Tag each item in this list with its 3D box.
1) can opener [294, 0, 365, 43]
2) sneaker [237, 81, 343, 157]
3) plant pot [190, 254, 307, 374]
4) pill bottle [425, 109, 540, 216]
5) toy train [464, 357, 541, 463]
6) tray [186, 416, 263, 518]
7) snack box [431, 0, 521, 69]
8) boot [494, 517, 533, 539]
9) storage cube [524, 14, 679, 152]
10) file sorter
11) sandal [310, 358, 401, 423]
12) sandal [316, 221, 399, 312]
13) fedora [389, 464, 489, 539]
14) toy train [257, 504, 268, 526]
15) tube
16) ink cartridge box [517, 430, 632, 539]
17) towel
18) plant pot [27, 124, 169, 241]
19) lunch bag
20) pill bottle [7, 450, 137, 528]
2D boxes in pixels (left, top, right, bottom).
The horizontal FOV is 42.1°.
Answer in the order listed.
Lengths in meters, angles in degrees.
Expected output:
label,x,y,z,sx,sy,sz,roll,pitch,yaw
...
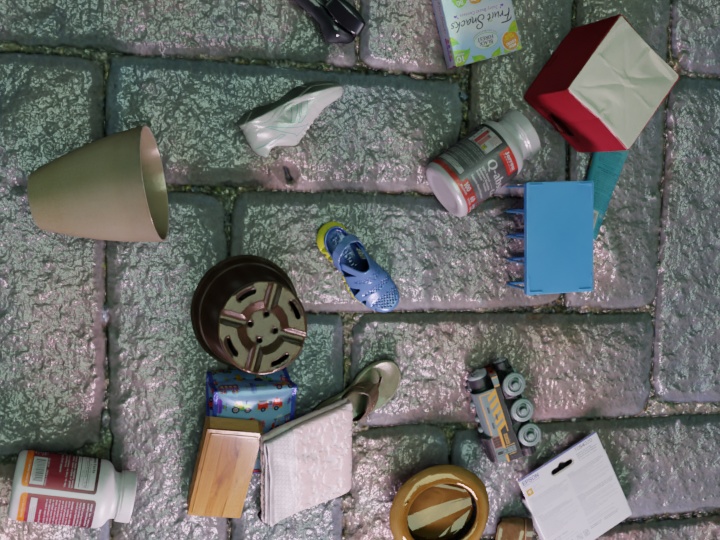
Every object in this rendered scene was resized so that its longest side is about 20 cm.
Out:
label,x,y,z,sx,sy,sz,roll,pitch,yaw
can opener,-0.082,-0.472,1.639,0.199,0.064,0.079,38,111,-6
sneaker,-0.116,-0.271,1.648,0.198,0.070,0.081,-28,117,-9
plant pot,-0.182,0.083,1.587,0.196,0.198,0.205,-1,96,-15
pill bottle,0.227,-0.201,1.721,0.199,0.116,0.117,-37,104,-9
toy train,0.273,0.273,1.802,0.112,0.085,0.204,-20,100,-4
tray,-0.238,0.347,1.634,0.097,0.037,0.203,7,120,-17
snack box,0.206,-0.489,1.721,0.139,0.053,0.204,-17,100,-13
boot,0.296,0.589,1.852,0.074,0.074,0.205,4,90,3
storage cube,0.446,-0.344,1.739,0.170,0.180,0.201,39,85,-16
file sorter,0.350,-0.066,1.767,0.136,0.122,0.205,-3,97,-16
sandal,-0.003,0.243,1.727,0.200,0.057,0.081,-37,104,-10
sandal,0.000,0.000,1.691,0.080,0.087,0.200,-47,107,-9
fedora,0.145,0.453,1.778,0.196,0.082,0.206,-1,97,-11
toy train,-0.117,0.383,1.721,0.046,0.034,0.200,43,82,-5
tube,0.467,-0.159,1.834,0.076,0.050,0.204,22,84,-21
ink cartridge box,0.426,0.452,1.881,0.194,0.043,0.203,-28,100,-11
towel,-0.092,0.344,1.664,0.188,0.032,0.204,-18,125,-31
plant pot,-0.429,-0.129,1.519,0.195,0.187,0.192,-8,98,-1
lunch bag,-0.197,0.286,1.667,0.147,0.094,0.205,-1,107,-18
pill bottle,-0.481,0.370,1.571,0.196,0.113,0.116,11,92,-17
